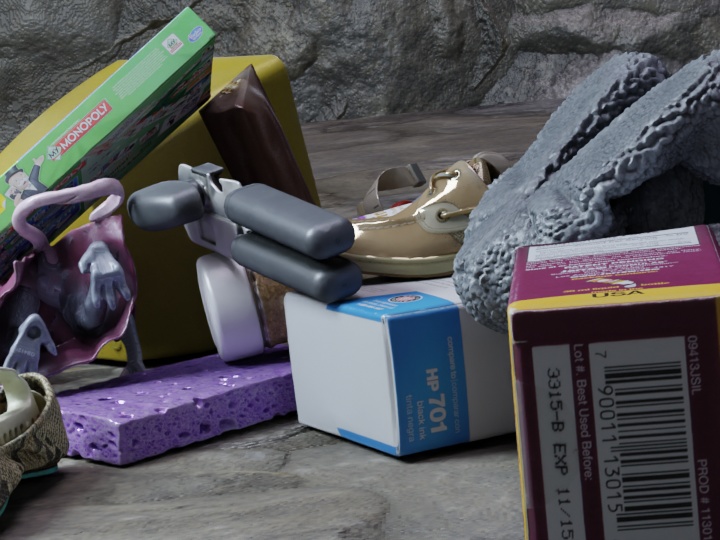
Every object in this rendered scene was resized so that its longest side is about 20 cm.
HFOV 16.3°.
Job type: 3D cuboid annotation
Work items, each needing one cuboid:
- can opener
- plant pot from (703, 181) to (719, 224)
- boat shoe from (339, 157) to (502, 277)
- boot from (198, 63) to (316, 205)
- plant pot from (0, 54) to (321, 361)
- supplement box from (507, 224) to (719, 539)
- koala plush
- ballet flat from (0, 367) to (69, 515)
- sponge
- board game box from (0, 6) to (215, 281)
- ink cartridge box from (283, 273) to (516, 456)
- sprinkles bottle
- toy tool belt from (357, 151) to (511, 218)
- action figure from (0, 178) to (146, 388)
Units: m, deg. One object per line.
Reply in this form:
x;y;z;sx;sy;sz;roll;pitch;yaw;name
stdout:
-0.074;-0.020;1.486;0.067;0.054;0.200;-18;21;-25;can opener
0.277;-0.053;1.663;0.199;0.201;0.188;-7;-6;-11;plant pot
0.068;-0.035;1.477;0.199;0.065;0.071;-4;8;13;boat shoe
-0.047;-0.037;1.667;0.064;0.201;0.186;-21;8;-12;boot
-0.158;-0.032;1.823;0.199;0.201;0.176;3;23;46;plant pot
0.123;0.059;1.163;0.103;0.132;0.200;-5;7;6;supplement box
0.169;0.011;1.345;0.184;0.200;0.177;-45;15;-7;koala plush
-0.208;0.092;1.352;0.067;0.076;0.200;-3;9;12;ballet flat
-0.102;0.078;1.536;0.199;0.030;0.111;-13;10;-41;sponge
-0.175;-0.075;1.626;0.200;0.029;0.135;-43;-7;-13;board game box
0.076;0.042;1.468;0.199;0.086;0.146;-8;8;-24;ink cartridge box
0.000;0.000;1.572;0.199;0.069;0.068;-15;9;-7;sprinkles bottle
0.046;-0.006;1.806;0.123;0.125;0.200;-38;-15;33;toy tool belt
-0.208;0.019;1.599;0.133;0.150;0.200;-8;6;-10;action figure
